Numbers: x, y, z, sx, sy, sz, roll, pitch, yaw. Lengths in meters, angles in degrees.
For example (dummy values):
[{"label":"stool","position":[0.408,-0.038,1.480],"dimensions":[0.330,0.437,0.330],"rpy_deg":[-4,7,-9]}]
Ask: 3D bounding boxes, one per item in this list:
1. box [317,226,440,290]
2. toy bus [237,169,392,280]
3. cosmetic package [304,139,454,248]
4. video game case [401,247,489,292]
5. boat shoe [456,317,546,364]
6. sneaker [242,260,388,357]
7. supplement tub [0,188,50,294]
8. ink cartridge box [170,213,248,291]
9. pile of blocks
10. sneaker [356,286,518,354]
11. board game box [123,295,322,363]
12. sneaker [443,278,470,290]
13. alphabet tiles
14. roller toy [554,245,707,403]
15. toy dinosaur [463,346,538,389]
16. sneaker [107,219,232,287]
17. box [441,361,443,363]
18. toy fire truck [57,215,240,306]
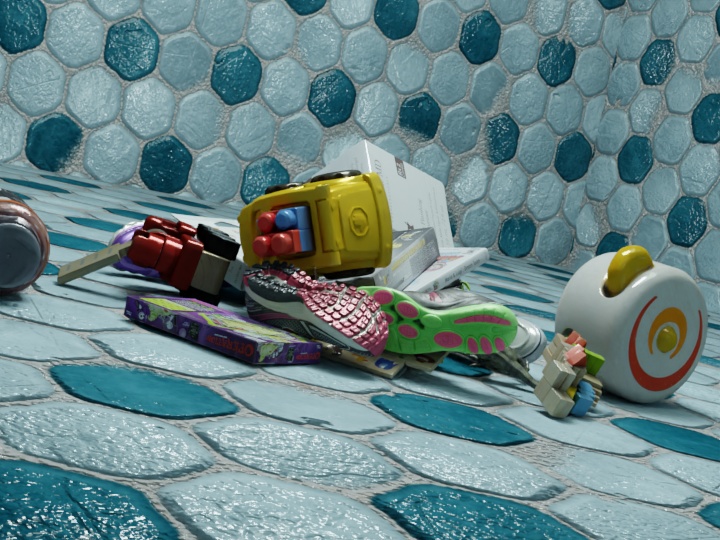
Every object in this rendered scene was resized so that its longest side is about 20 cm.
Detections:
[{"label":"box","position":[0.000,0.000,1.654],"dimensions":[0.157,0.049,0.200],"rpy_deg":[-6,18,32]},{"label":"toy bus","position":[-0.087,-0.046,1.484],"dimensions":[0.199,0.137,0.191],"rpy_deg":[-7,3,34]},{"label":"cosmetic package","position":[0.026,-0.076,1.940],"dimensions":[0.164,0.166,0.199],"rpy_deg":[-32,-39,33]},{"label":"video game case","position":[0.057,0.007,1.711],"dimensions":[0.199,0.024,0.181],"rpy_deg":[2,22,46]},{"label":"boat shoe","position":[0.148,0.070,1.570],"dimensions":[0.201,0.075,0.086],"rpy_deg":[14,-24,39]},{"label":"sneaker","position":[-0.050,0.053,1.365],"dimensions":[0.199,0.075,0.080],"rpy_deg":[24,36,34]},{"label":"supplement tub","position":[-0.412,-0.034,1.344],"dimensions":[0.106,0.108,0.200],"rpy_deg":[10,6,-24]},{"label":"ink cartridge box","position":[-0.161,-0.023,1.724],"dimensions":[0.173,0.044,0.199],"rpy_deg":[30,15,33]},{"label":"pile of blocks","position":[0.258,0.119,1.392],"dimensions":[0.082,0.062,0.200],"rpy_deg":[31,19,4]},{"label":"sneaker","position":[0.085,0.058,1.381],"dimensions":[0.198,0.078,0.084],"rpy_deg":[10,11,9]},{"label":"board game box","position":[-0.155,0.066,1.327],"dimensions":[0.199,0.033,0.120],"rpy_deg":[16,10,34]},{"label":"sneaker","position":[0.079,0.028,1.906],"dimensions":[0.198,0.084,0.072],"rpy_deg":[8,4,13]},{"label":"alphabet tiles","position":[0.017,0.071,1.419],"dimensions":[0.198,0.008,0.167],"rpy_deg":[15,30,24]},{"label":"roller toy","position":[0.365,0.074,1.567],"dimensions":[0.181,0.202,0.139],"rpy_deg":[15,3,-35]},{"label":"toy dinosaur","position":[0.178,0.112,1.483],"dimensions":[0.199,0.048,0.088],"rpy_deg":[32,-9,8]},{"label":"sneaker","position":[-0.263,-0.018,1.683],"dimensions":[0.199,0.081,0.083],"rpy_deg":[10,12,-31]},{"label":"box","position":[0.008,0.072,1.500],"dimensions":[0.199,0.051,0.075],"rpy_deg":[16,7,25]},{"label":"toy fire truck","position":[-0.276,-0.016,1.529],"dimensions":[0.199,0.130,0.176],"rpy_deg":[21,3,-16]}]
